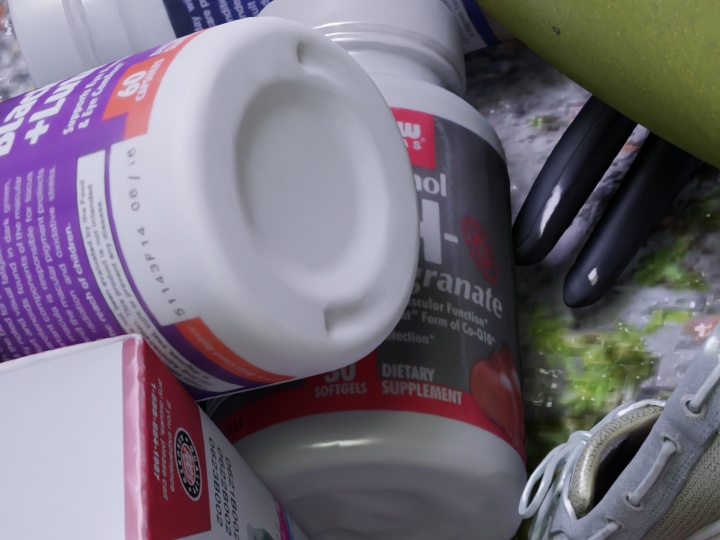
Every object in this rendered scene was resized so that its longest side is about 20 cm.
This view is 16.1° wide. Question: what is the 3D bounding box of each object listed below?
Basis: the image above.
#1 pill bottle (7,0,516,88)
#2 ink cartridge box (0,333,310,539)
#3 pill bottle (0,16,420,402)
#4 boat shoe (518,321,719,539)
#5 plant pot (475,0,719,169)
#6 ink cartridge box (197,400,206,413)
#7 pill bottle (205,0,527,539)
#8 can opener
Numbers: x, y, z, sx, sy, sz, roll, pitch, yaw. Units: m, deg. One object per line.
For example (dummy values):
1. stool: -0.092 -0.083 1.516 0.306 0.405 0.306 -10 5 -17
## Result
1. pill bottle: -0.032 -0.122 1.007 0.200 0.116 0.116 -17 53 12
2. ink cartridge box: -0.089 0.142 0.798 0.144 0.200 0.145 -15 55 14
3. pill bottle: -0.089 -0.006 0.827 0.200 0.111 0.112 -15 51 38
4. boat shoe: 0.096 0.060 0.792 0.065 0.202 0.074 42 73 -3
5. plant pot: 0.126 -0.110 0.795 0.187 0.187 0.200 -30 41 2
6. ink cartridge box: -0.139 0.064 0.946 0.200 0.084 0.145 -10 54 15
7. pill bottle: 0.000 0.000 0.904 0.111 0.111 0.200 -11 59 16
8. can opener: 0.118 -0.073 0.956 0.063 0.079 0.200 28 70 -6
